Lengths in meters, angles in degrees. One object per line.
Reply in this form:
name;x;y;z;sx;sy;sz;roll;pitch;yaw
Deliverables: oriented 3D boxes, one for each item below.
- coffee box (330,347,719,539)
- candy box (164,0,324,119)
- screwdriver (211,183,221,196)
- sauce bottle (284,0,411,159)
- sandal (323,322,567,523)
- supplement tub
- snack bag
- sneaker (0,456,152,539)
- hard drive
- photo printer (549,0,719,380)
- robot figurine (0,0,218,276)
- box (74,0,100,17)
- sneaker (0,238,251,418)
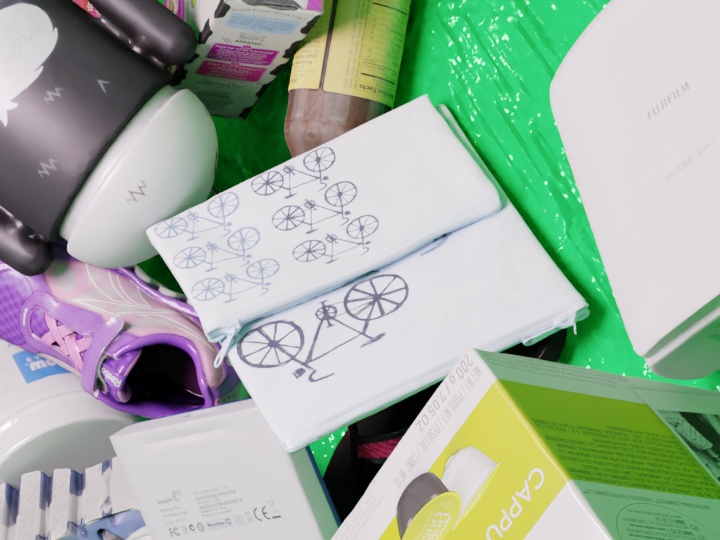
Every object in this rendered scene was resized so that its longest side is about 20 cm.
coffee box;0.114;0.182;1.257;0.200;0.200;0.198;-56;45;23
candy box;-0.070;-0.185;1.614;0.200;0.061;0.136;136;139;-70
screwdriver;-0.056;-0.006;1.635;0.029;0.028;0.200;-44;47;-5
sauce bottle;-0.011;-0.107;1.585;0.065;0.065;0.200;7;84;50
sandal;0.033;0.072;1.495;0.200;0.045;0.075;-45;42;31
supplement tub;-0.220;0.075;1.726;0.132;0.132;0.200;-57;45;22
snack bag;0.000;0.000;1.478;0.189;0.021;0.200;-25;46;-8
sneaker;-0.123;0.166;1.625;0.199;0.115;0.081;-12;42;13
hard drive;-0.053;0.171;1.506;0.132;0.025;0.200;-14;101;43
photo printer;0.180;-0.070;1.351;0.166;0.069;0.200;-39;53;36
robot figurine;-0.177;-0.089;1.577;0.125;0.200;0.150;-52;-2;-38
box;-0.191;-0.088;1.721;0.095;0.100;0.200;126;147;-49
sneaker;-0.149;0.041;1.607;0.200;0.088;0.080;20;118;10
